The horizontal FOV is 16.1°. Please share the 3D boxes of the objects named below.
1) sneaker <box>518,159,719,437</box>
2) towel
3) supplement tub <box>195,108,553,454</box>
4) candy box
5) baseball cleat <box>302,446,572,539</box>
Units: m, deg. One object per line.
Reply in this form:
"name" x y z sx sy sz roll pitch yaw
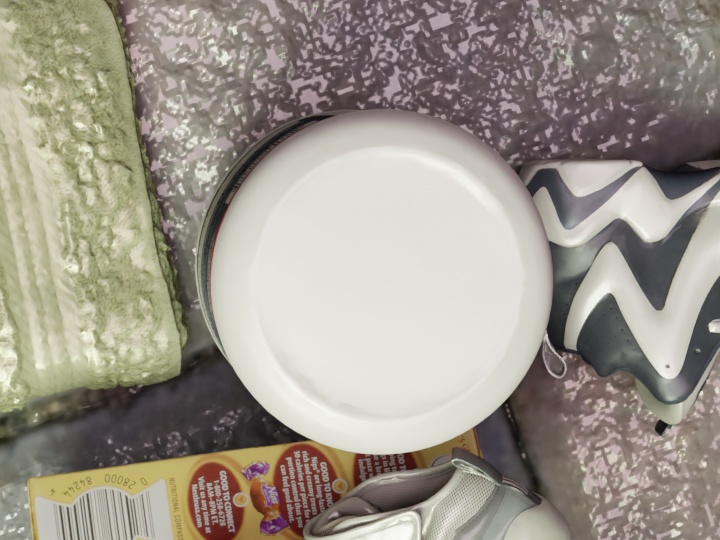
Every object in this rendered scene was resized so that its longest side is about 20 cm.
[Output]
"sneaker" 0.171 0.013 1.186 0.199 0.079 0.130 0 94 -6
"towel" -0.163 -0.035 1.151 0.148 0.036 0.200 -12 90 -17
"supplement tub" 0.000 0.000 1.104 0.140 0.200 0.141 0 93 -6
"candy box" -0.044 0.126 1.145 0.200 0.117 0.057 -9 62 -6
"baseball cleat" 0.002 0.160 1.083 0.106 0.070 0.200 35 102 -8
